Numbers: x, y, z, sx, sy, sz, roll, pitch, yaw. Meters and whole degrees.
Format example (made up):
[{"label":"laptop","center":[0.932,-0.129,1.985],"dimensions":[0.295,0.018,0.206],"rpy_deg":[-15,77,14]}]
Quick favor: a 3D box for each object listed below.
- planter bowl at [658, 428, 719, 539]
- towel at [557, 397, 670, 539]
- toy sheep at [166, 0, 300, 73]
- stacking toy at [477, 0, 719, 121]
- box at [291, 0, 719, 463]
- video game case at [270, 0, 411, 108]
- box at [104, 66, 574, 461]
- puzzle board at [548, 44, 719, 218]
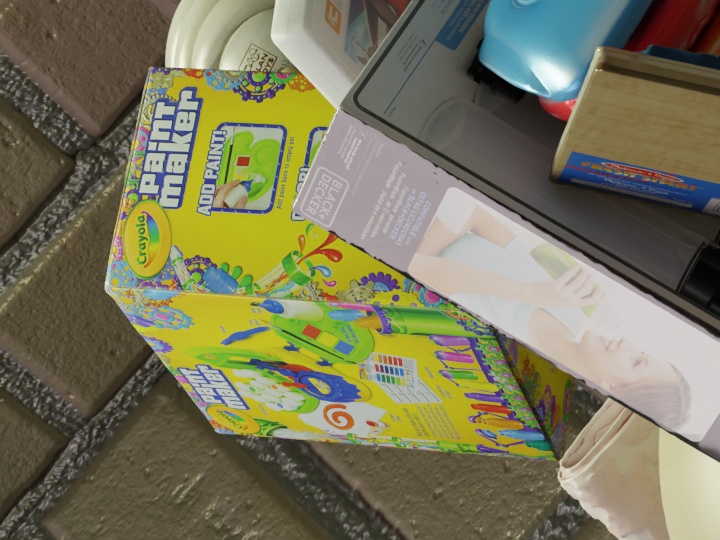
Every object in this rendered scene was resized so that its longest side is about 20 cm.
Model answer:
[{"label":"planter bowl","center":[0.209,0.052,1.235],"dimensions":[0.200,0.199,0.135],"rpy_deg":[54,-166,-79]},{"label":"towel","center":[0.215,0.083,1.350],"dimensions":[0.200,0.191,0.032],"rpy_deg":[42,178,-23]},{"label":"toy sheep","center":[-0.038,-0.109,1.555],"dimensions":[0.138,0.138,0.200],"rpy_deg":[42,180,-13]},{"label":"stacking toy","center":[0.150,-0.069,1.034],"dimensions":[0.199,0.110,0.116],"rpy_deg":[30,-174,-20]},{"label":"box","center":[0.090,-0.024,1.067],"dimensions":[0.199,0.117,0.060],"rpy_deg":[32,136,4]},{"label":"video game case","center":[0.031,-0.121,1.280],"dimensions":[0.023,0.183,0.200],"rpy_deg":[-13,143,28]},{"label":"box","center":[0.000,0.000,1.457],"dimensions":[0.191,0.123,0.200],"rpy_deg":[4,158,15]},{"label":"puzzle board","center":[0.166,-0.032,0.949],"dimensions":[0.199,0.018,0.151],"rpy_deg":[12,169,0]}]
